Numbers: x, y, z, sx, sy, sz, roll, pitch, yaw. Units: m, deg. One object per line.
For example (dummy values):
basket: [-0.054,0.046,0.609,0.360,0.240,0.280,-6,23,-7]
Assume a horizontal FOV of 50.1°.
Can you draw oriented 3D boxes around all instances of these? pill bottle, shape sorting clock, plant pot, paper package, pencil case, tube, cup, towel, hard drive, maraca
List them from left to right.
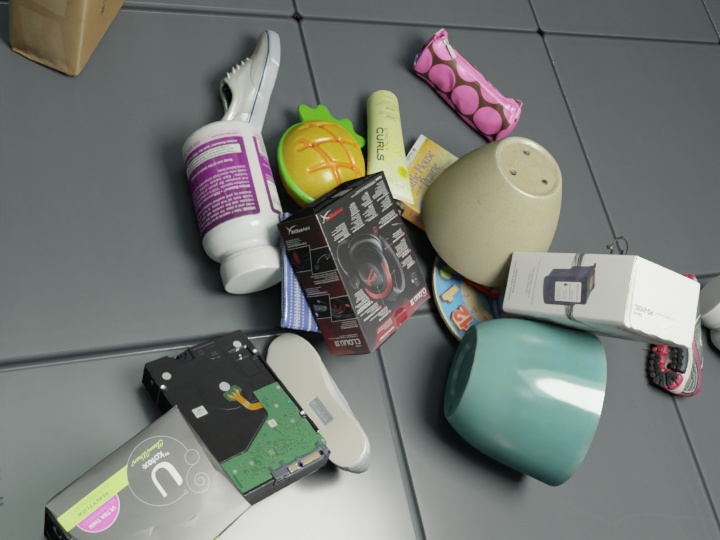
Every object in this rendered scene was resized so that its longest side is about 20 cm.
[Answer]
paper package: [-0.365,-0.392,0.990,0.102,0.200,0.194,24,59,-12]
hard drive: [-0.142,0.166,0.880,0.138,0.038,0.200,-19,53,-40]
pill bottle: [-0.158,-0.079,0.991,0.110,0.112,0.204,-7,70,-26]
maraca: [-0.050,-0.160,1.082,0.135,0.107,0.203,28,44,-19]
towel: [-0.031,0.012,1.007,0.198,0.024,0.149,12,71,-46]
tube: [0.039,-0.181,1.132,0.057,0.052,0.203,-12,51,12]
pencil case: [0.177,-0.298,1.249,0.199,0.094,0.091,41,58,-3]
shape sorting clock: [0.193,0.036,1.137,0.196,0.039,0.205,9,64,-20]
cup: [0.201,-0.101,1.076,0.196,0.144,0.204,10,55,-15]
plant pot: [0.201,0.154,1.001,0.158,0.201,0.204,19,60,-4]
pill bottle: [0.649,0.102,1.261,0.199,0.120,0.120,39,58,-4]

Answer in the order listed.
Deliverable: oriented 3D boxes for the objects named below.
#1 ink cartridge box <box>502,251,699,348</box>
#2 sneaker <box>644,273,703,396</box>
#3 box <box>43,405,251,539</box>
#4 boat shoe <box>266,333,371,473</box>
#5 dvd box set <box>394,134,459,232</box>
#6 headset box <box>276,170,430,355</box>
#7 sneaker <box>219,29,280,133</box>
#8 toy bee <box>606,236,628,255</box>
ink cartridge box: [0.305,0.035,0.983,0.143,0.198,0.086,16,84,-34]
sneaker: [0.509,0.101,1.231,0.074,0.080,0.204,27,66,-27]
box: [-0.218,0.248,0.764,0.148,0.200,0.125,-37,85,-32]
boat shoe: [-0.048,0.165,0.952,0.072,0.069,0.200,-39,60,-11]
dvd box set: [0.142,-0.104,1.164,0.198,0.030,0.147,33,53,1]
headset box: [0.000,0.000,0.968,0.148,0.074,0.204,-38,111,-45]
sneaker: [-0.162,-0.267,1.096,0.069,0.073,0.204,18,62,-19]
toy bee: [0.327,0.052,1.167,0.201,0.108,0.132,-52,124,-20]
